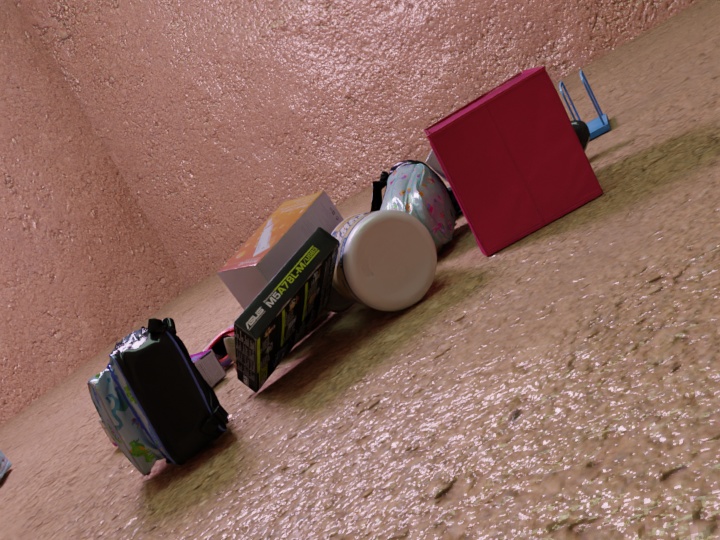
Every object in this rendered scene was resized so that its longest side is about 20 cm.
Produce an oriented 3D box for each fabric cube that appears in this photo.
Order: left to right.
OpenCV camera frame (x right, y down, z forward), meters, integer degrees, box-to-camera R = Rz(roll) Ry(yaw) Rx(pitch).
[{"bbox_3d":[0.226,-0.173,1.122,0.197,0.202,0.197,-28,11,11],"label":"fabric cube"}]

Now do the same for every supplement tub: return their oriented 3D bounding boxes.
[{"bbox_3d":[0.023,-0.017,1.122,0.143,0.146,0.200,-32,10,-12],"label":"supplement tub"}]

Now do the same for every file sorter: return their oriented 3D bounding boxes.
[{"bbox_3d":[0.403,-0.312,1.513,0.197,0.124,0.139,-26,11,24],"label":"file sorter"}]

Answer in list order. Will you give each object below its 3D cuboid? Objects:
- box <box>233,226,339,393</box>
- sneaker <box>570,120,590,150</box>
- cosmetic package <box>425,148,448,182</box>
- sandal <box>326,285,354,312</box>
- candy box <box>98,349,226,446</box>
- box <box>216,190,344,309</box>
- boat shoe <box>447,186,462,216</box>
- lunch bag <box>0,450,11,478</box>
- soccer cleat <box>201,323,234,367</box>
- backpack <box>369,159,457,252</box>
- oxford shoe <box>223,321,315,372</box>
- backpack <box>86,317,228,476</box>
[{"bbox_3d":[-0.108,0.061,1.055,0.194,0.047,0.201,-49,-13,-27],"label":"box"},{"bbox_3d":[0.320,-0.195,1.294,0.199,0.075,0.084,-37,-11,27],"label":"sneaker"},{"bbox_3d":[0.200,-0.195,1.355,0.086,0.106,0.200,-61,-14,7],"label":"cosmetic package"},{"bbox_3d":[0.000,0.000,1.288,0.199,0.081,0.054,-32,-14,-35],"label":"sandal"},{"bbox_3d":[-0.353,0.228,1.298,0.135,0.062,0.199,-19,15,49],"label":"candy box"},{"bbox_3d":[-0.127,-0.030,1.234,0.123,0.098,0.201,-9,35,47],"label":"box"},{"bbox_3d":[0.183,-0.136,1.491,0.197,0.071,0.066,-24,8,-4],"label":"boat shoe"},{"bbox_3d":[-0.876,0.473,1.631,0.159,0.078,0.199,-32,10,-16],"label":"lunch bag"},{"bbox_3d":[-0.231,0.123,1.413,0.199,0.067,0.077,-42,-5,-26],"label":"soccer cleat"},{"bbox_3d":[0.099,-0.103,1.299,0.126,0.167,0.201,-36,18,30],"label":"backpack"},{"bbox_3d":[-0.152,0.098,1.285,0.199,0.076,0.070,-34,10,-30],"label":"oxford shoe"},{"bbox_3d":[-0.285,0.174,0.999,0.145,0.185,0.200,-32,4,-16],"label":"backpack"}]
